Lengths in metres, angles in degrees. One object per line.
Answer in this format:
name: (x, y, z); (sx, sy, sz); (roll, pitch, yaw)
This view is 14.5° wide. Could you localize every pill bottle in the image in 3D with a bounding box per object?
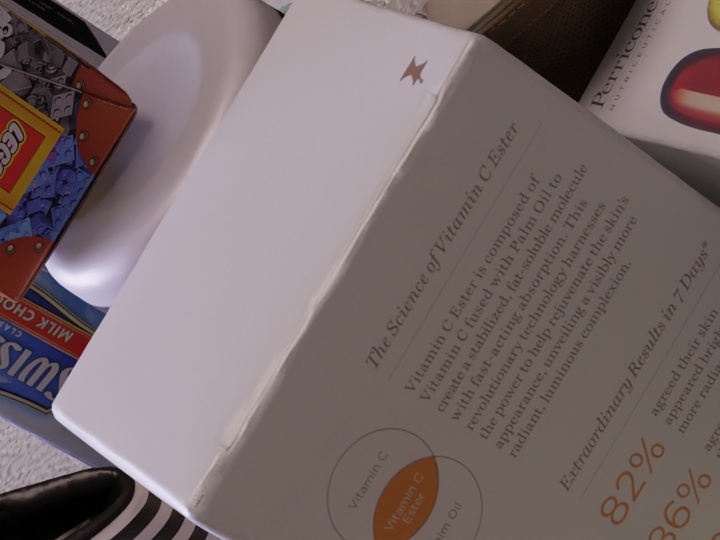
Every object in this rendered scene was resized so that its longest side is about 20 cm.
pill bottle: (0.000, 0.000, 0.948); (0.112, 0.200, 0.113); (-35, 37, 32)

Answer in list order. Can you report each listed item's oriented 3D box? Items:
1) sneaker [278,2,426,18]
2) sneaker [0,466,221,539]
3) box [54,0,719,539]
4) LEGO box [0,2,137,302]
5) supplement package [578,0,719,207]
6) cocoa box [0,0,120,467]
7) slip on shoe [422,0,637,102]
sneaker: (0.045, -0.084, 1.096); (0.140, 0.078, 0.200); (-49, 40, 12)
sneaker: (-0.119, 0.138, 0.973); (0.201, 0.115, 0.076); (-49, 31, 19)
box: (0.040, 0.035, 0.841); (0.153, 0.200, 0.106); (-58, 30, -4)
LEGO box: (-0.191, -0.084, 0.915); (0.200, 0.149, 0.077); (29, 85, 47)
supplement package: (0.174, -0.050, 0.828); (0.114, 0.109, 0.200); (-61, 30, -6)
cocoa box: (-0.122, -0.018, 1.143); (0.131, 0.200, 0.133); (-51, 33, 11)
slip on shoe: (0.081, -0.080, 0.933); (0.076, 0.061, 0.200); (-37, -10, 14)
